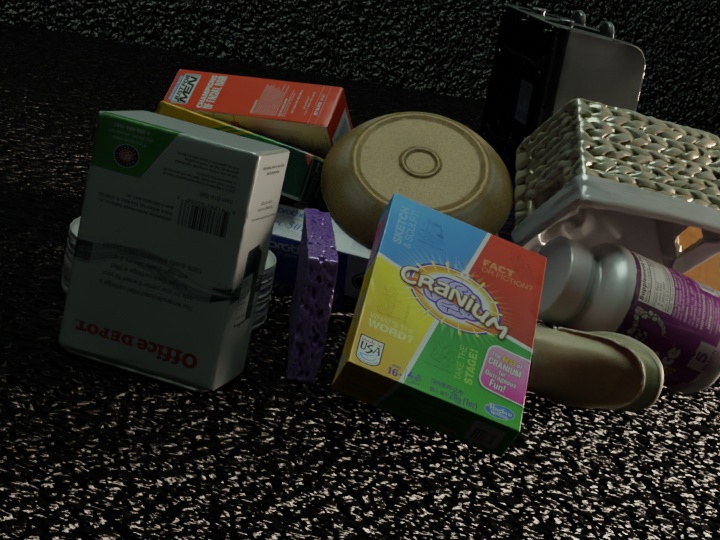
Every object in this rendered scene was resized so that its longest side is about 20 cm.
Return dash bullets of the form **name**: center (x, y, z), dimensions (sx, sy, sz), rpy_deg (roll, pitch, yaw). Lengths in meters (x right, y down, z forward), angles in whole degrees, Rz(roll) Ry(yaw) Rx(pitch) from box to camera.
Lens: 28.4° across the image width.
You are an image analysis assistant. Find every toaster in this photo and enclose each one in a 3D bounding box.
- **toaster**: center (0.215, -0.185, 1.573), dimensions (0.118, 0.202, 0.181), rpy_deg (5, 16, -16)

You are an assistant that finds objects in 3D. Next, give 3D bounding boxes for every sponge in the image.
- **sponge**: center (-0.045, 0.018, 1.304), dimensions (0.030, 0.113, 0.200), rpy_deg (9, 14, -5)

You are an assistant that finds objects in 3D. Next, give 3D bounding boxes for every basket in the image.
- **basket**: center (0.264, -0.080, 1.437), dimensions (0.199, 0.124, 0.135), rpy_deg (10, -26, -24)

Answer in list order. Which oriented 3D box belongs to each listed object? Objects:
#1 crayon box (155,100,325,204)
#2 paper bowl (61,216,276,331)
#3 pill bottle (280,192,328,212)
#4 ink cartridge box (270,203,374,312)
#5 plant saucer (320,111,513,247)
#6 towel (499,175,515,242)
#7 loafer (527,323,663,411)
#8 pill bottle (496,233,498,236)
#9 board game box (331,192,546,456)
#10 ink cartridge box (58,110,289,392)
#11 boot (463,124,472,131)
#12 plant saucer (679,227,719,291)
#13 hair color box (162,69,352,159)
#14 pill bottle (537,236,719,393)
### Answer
- **crayon box**: center (-0.138, -0.126, 1.468), dimensions (0.199, 0.051, 0.127), rpy_deg (19, 4, 4)
- **paper bowl**: center (-0.178, -0.017, 1.350), dimensions (0.199, 0.105, 0.201), rpy_deg (11, 15, -3)
- **pill bottle**: center (-0.060, -0.074, 1.644), dimensions (0.199, 0.121, 0.119), rpy_deg (17, 15, 24)
- **ink cartridge box**: center (0.000, 0.000, 1.442), dimensions (0.198, 0.094, 0.044), rpy_deg (15, 51, 6)
- **plant saucer**: center (0.059, -0.099, 1.445), dimensions (0.198, 0.036, 0.201), rpy_deg (3, 50, -3)
- **towel**: center (0.139, -0.054, 1.674), dimensions (0.144, 0.200, 0.024), rpy_deg (5, 59, -18)
- **loafer**: center (0.182, 0.089, 1.316), dimensions (0.199, 0.076, 0.068), rpy_deg (10, 12, 35)
- **pill bottle**: center (0.090, -0.032, 1.558), dimensions (0.112, 0.113, 0.200), rpy_deg (18, -2, 22)
- **board game box**: center (0.071, 0.041, 1.193), dimensions (0.152, 0.040, 0.201), rpy_deg (22, 46, -7)
- **ink cartridge box**: center (-0.154, -0.018, 1.174), dimensions (0.146, 0.202, 0.083), rpy_deg (16, 11, 14)
- **boot**: center (0.080, -0.087, 1.685), dimensions (0.131, 0.201, 0.070), rpy_deg (6, 50, 15)
- **plant saucer**: center (0.310, 0.001, 1.529), dimensions (0.199, 0.202, 0.032), rpy_deg (13, -18, 3)
- **hair color box**: center (-0.109, -0.154, 1.569), dimensions (0.198, 0.111, 0.064), rpy_deg (9, 54, 18)
- **pill bottle**: center (0.263, 0.040, 1.402), dimensions (0.199, 0.113, 0.112), rpy_deg (22, 10, -21)
